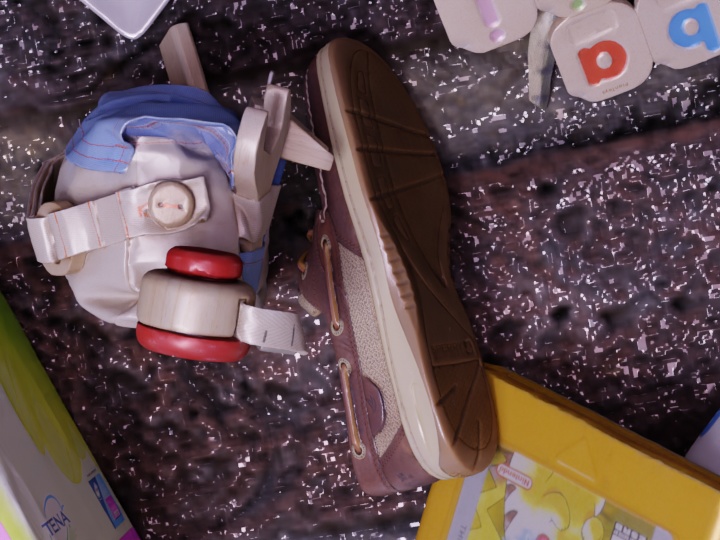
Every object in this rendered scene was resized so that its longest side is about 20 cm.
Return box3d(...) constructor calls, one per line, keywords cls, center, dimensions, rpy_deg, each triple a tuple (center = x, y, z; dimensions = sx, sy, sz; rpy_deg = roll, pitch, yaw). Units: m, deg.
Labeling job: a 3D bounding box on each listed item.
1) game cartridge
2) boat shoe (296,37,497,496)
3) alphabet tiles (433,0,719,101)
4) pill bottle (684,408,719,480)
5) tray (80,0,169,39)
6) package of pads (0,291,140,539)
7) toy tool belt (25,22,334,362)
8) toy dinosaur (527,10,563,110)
box3d(cls="game cartridge", center=(0.077, 0.160, 1.179), dimensions=(0.176, 0.032, 0.201), rpy_deg=(25, 100, 49))
box3d(cls="boat shoe", center=(0.000, 0.000, 1.207), dimensions=(0.072, 0.072, 0.201), rpy_deg=(-21, 80, 30))
box3d(cls="alphabet tiles", center=(0.117, -0.163, 1.150), dimensions=(0.199, 0.015, 0.196), rpy_deg=(-22, 130, 5))
box3d(cls="pill bottle", center=(0.206, 0.078, 1.168), dimensions=(0.112, 0.112, 0.200), rpy_deg=(37, 100, 3))
box3d(cls="tray", center=(-0.143, -0.206, 1.236), dimensions=(0.200, 0.022, 0.108), rpy_deg=(40, 100, 3))
box3d(cls="package of pads", center=(-0.163, 0.096, 1.198), dimensions=(0.068, 0.154, 0.201), rpy_deg=(-30, 90, 9))
box3d(cls="toy tool belt", center=(-0.075, -0.039, 1.156), dimensions=(0.124, 0.200, 0.124), rpy_deg=(7, 97, -12))
box3d(cls="toy dinosaur", center=(0.101, -0.175, 1.195), dimensions=(0.088, 0.047, 0.200), rpy_deg=(34, 102, -3))
